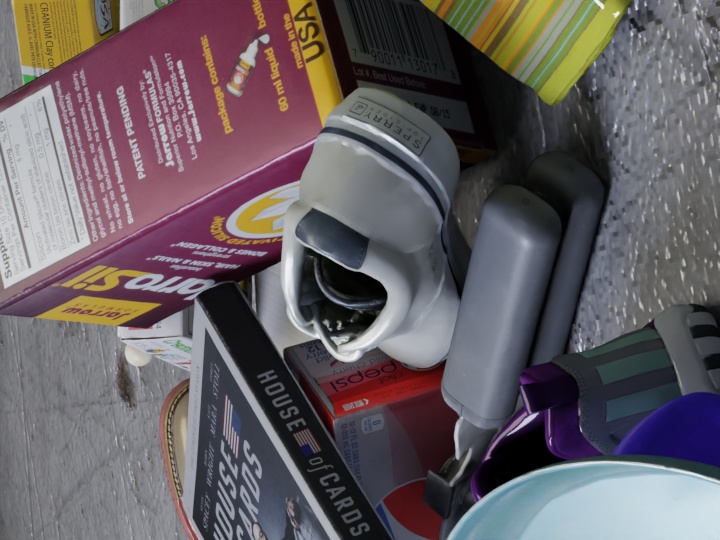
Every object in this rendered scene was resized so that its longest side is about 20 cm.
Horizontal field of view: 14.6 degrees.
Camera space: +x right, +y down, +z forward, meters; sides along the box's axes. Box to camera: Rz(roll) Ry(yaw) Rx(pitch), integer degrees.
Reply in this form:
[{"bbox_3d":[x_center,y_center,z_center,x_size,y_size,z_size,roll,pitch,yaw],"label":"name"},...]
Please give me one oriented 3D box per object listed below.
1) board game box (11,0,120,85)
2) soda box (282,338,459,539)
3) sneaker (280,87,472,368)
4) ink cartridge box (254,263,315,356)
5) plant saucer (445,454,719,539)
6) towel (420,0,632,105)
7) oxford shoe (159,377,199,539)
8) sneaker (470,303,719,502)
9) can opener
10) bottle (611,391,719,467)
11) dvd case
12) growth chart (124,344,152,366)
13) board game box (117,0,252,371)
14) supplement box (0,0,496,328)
[{"bbox_3d":[-0.118,-0.082,1.422,0.200,0.040,0.154,-51,-44,-72],"label":"board game box"},{"bbox_3d":[0.016,0.123,1.222,0.063,0.070,0.201,-129,28,-55],"label":"soda box"},{"bbox_3d":[0.000,0.000,1.077,0.073,0.071,0.200,30,164,18],"label":"sneaker"},{"bbox_3d":[-0.012,-0.011,1.294,0.145,0.048,0.202,-154,59,-67],"label":"ink cartridge box"},{"bbox_3d":[0.114,0.135,0.884,0.199,0.027,0.201,20,133,23],"label":"plant saucer"},{"bbox_3d":[0.010,-0.142,1.019,0.200,0.018,0.086,39,156,1],"label":"towel"},{"bbox_3d":[-0.029,0.139,1.373,0.201,0.070,0.075,60,156,-8],"label":"oxford shoe"},{"bbox_3d":[0.071,0.082,1.034,0.201,0.087,0.075,105,149,-52],"label":"sneaker"},{"bbox_3d":[0.069,0.046,1.103,0.067,0.053,0.201,37,142,23],"label":"can opener"},{"bbox_3d":[0.105,0.137,0.974,0.065,0.083,0.201,27,136,23],"label":"bottle"},{"bbox_3d":[-0.023,0.125,1.185,0.200,0.025,0.151,56,154,34],"label":"dvd case"},{"bbox_3d":[-0.096,-0.055,1.375,0.200,0.018,0.146,-70,-27,-58],"label":"growth chart"},{"bbox_3d":[-0.081,-0.059,1.324,0.126,0.034,0.202,34,-125,-75],"label":"board game box"},{"bbox_3d":[-0.060,-0.052,1.161,0.199,0.110,0.086,-26,72,32],"label":"supplement box"}]
